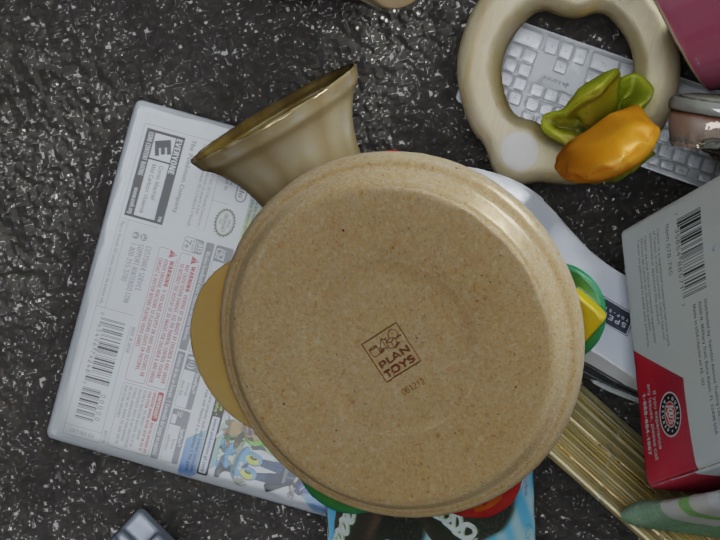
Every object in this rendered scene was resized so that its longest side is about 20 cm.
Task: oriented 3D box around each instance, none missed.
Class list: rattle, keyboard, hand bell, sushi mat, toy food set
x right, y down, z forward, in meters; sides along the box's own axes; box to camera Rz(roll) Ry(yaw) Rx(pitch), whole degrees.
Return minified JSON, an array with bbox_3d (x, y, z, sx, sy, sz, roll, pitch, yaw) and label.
[{"bbox_3d":[0.104,-0.147,0.938,0.129,0.143,0.202,0,93,23],"label":"rattle"},{"bbox_3d":[0.156,-0.091,1.002,0.198,0.011,0.057,20,91,2],"label":"keyboard"},{"bbox_3d":[0.000,0.000,0.961,0.104,0.104,0.201,-29,101,2],"label":"hand bell"},{"bbox_3d":[0.137,0.104,0.964,0.200,0.096,0.012,42,118,1],"label":"sushi mat"},{"bbox_3d":[0.020,0.037,0.900,0.198,0.049,0.200,41,110,1],"label":"toy food set"}]

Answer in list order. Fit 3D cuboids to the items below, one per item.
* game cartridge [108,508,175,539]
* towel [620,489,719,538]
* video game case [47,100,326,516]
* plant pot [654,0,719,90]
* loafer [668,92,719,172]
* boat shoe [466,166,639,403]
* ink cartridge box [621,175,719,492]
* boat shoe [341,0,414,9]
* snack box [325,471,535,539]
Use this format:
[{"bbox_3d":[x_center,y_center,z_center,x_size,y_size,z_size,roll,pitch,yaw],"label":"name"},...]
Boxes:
[{"bbox_3d":[-0.148,0.254,1.001,0.133,0.042,0.200,44,91,-3],"label":"game cartridge"},{"bbox_3d":[0.252,0.111,0.873,0.152,0.200,0.024,11,69,-31],"label":"towel"},{"bbox_3d":[-0.068,0.023,1.005,0.181,0.022,0.202,15,90,2],"label":"video game case"},{"bbox_3d":[0.237,-0.190,0.919,0.178,0.200,0.201,-25,89,17],"label":"plant pot"},{"bbox_3d":[0.248,-0.057,0.939,0.198,0.072,0.063,2,102,-29],"label":"loafer"},{"bbox_3d":[0.108,0.014,0.973,0.199,0.068,0.072,29,71,-6],"label":"boat shoe"},{"bbox_3d":[0.248,0.022,0.869,0.143,0.200,0.147,6,71,-24],"label":"ink cartridge box"},{"bbox_3d":[0.034,-0.234,0.974,0.072,0.065,0.201,37,71,-38],"label":"boat shoe"},{"bbox_3d":[0.042,0.189,0.976,0.115,0.037,0.202,-3,101,3],"label":"snack box"}]
